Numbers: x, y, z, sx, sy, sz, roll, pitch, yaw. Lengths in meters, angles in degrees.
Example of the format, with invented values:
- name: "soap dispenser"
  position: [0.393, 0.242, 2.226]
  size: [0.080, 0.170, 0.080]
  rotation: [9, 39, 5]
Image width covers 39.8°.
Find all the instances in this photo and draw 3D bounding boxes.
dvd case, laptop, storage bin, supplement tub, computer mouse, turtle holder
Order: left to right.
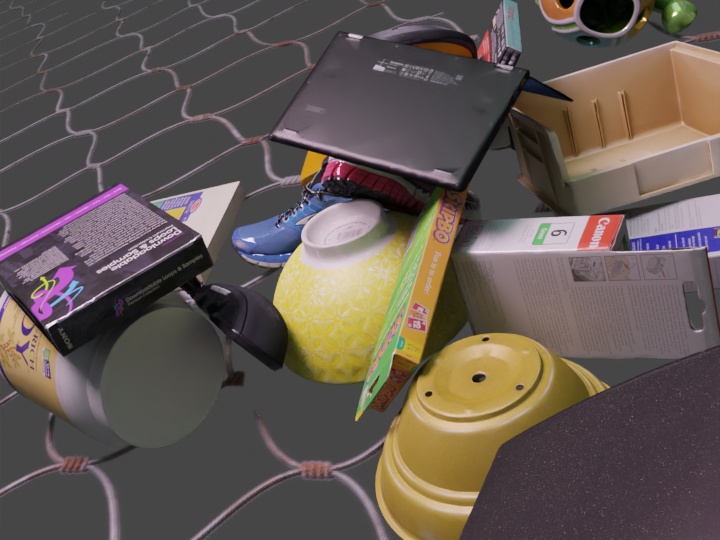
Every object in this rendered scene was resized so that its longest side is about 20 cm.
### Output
- name: "supplement tub"
  position: [-0.231, 0.073, 0.905]
  size: [0.199, 0.146, 0.145]
  rotation: [14, 45, 45]
- name: "computer mouse"
  position: [-0.130, 0.018, 0.898]
  size: [0.046, 0.140, 0.200]
  rotation: [-51, 21, -6]
- name: "laptop"
  position: [0.059, -0.135, 0.876]
  size: [0.187, 0.116, 0.200]
  rotation: [18, 64, 28]
- name: "dvd case"
  position: [0.121, -0.176, 1.067]
  size: [0.022, 0.201, 0.146]
  rotation: [20, 33, -7]
- name: "turtle holder"
  position: [0.315, -0.338, 1.265]
  size: [0.141, 0.185, 0.132]
  rotation: [-45, 21, 24]
- name: "storage bin"
  position: [0.256, -0.136, 0.953]
  size: [0.199, 0.094, 0.199]
  rotation: [-17, 20, -1]

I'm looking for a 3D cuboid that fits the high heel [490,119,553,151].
- name: "high heel"
  position: [0.205, -0.186, 1.149]
  size: [0.142, 0.072, 0.200]
  rotation: [-16, 27, -13]

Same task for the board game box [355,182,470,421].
- name: "board game box"
  position: [0.042, 0.020, 0.788]
  size: [0.030, 0.096, 0.201]
  rotation: [23, 57, -3]

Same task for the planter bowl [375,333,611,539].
- name: "planter bowl"
  position: [0.094, 0.104, 0.716]
  size: [0.199, 0.084, 0.201]
  rotation: [-16, 30, 9]

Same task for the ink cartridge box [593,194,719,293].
- name: "ink cartridge box"
  position: [0.286, -0.024, 0.849]
  size: [0.199, 0.039, 0.100]
  rotation: [-7, 32, 20]

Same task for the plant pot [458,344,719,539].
- name: "plant pot"
  position: [0.150, 0.169, 0.483]
  size: [0.177, 0.200, 0.200]
  rotation: [-12, 30, 36]

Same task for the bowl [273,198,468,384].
- name: "bowl"
  position: [0.000, 0.000, 0.919]
  size: [0.199, 0.108, 0.200]
  rotation: [-15, 31, 9]

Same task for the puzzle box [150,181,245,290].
- name: "puzzle box"
  position: [-0.222, -0.037, 1.198]
  size: [0.132, 0.026, 0.200]
  rotation: [-11, 31, 17]

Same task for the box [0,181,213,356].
- name: "box"
  position: [-0.230, -0.008, 0.856]
  size: [0.143, 0.036, 0.200]
  rotation: [-33, 31, -20]

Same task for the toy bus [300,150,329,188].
- name: "toy bus"
  position: [0.022, -0.130, 1.095]
  size: [0.199, 0.078, 0.065]
  rotation: [-12, 51, 40]

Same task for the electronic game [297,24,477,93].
- name: "electronic game"
  position: [0.029, -0.206, 1.067]
  size: [0.199, 0.042, 0.200]
  rotation: [-16, -10, -3]

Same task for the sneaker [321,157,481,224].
- name: "sneaker"
  position: [0.052, -0.091, 0.957]
  size: [0.080, 0.200, 0.075]
  rotation: [5, 81, 43]

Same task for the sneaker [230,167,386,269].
- name: "sneaker"
  position: [-0.048, -0.066, 1.073]
  size: [0.199, 0.089, 0.079]
  rotation: [-17, 29, 7]

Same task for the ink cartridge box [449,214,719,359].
- name: "ink cartridge box"
  position: [0.179, 0.014, 0.783]
  size: [0.199, 0.109, 0.050]
  rotation: [-1, 36, 29]
